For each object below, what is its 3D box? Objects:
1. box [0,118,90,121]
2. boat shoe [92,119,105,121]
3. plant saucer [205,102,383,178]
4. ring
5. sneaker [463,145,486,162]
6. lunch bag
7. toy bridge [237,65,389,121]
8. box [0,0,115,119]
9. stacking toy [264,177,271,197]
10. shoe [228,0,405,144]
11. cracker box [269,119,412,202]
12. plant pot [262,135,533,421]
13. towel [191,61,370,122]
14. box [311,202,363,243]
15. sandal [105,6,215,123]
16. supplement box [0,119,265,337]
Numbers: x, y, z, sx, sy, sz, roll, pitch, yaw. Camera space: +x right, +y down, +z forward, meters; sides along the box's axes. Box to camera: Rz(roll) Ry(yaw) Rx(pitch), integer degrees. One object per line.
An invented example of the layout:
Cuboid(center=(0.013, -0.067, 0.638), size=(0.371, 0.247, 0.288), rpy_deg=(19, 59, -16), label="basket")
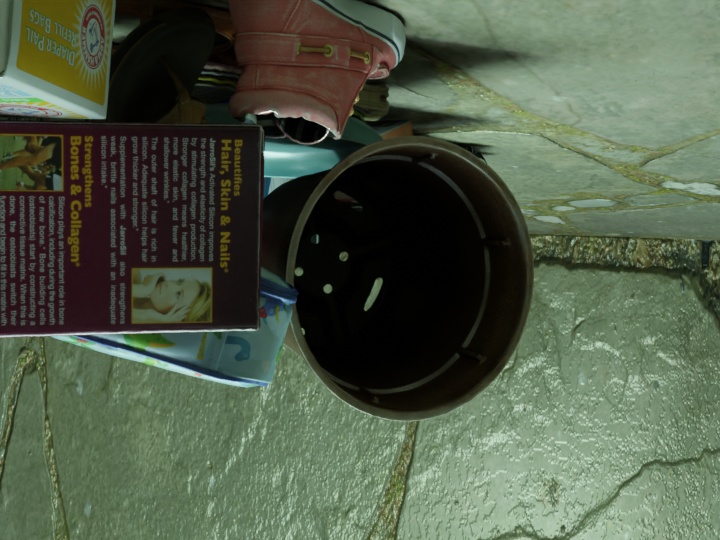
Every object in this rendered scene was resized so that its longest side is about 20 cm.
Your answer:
Cuboid(center=(-0.296, -0.112, 0.901), size=(0.126, 0.111, 0.199), rpy_deg=(13, 175, -35), label="box")
Cuboid(center=(-0.245, -0.107, 1.027), size=(0.201, 0.075, 0.075), rpy_deg=(33, -178, 33), label="boat shoe")
Cuboid(center=(-0.071, -0.103, 0.974), size=(0.196, 0.028, 0.200), rpy_deg=(2, 174, 0), label="plant saucer")
Cuboid(center=(-0.158, -0.163, 0.871), size=(0.197, 0.020, 0.200), rpy_deg=(2, 178, 0), label="ring")
Cuboid(center=(0.096, -0.115, 1.381), size=(0.088, 0.080, 0.199), rpy_deg=(-15, 173, 24), label="sneaker")
Cuboid(center=(-0.147, 0.011, 0.801), size=(0.197, 0.084, 0.161), rpy_deg=(18, 178, -11), label="lunch bag")
Cuboid(center=(-0.069, -0.150, 1.005), size=(0.197, 0.028, 0.067), rpy_deg=(4, 176, -19), label="toy bridge")
Cuboid(center=(-0.229, -0.133, 0.588), size=(0.196, 0.103, 0.112), rpy_deg=(3, 178, 14), label="box")
Cuboid(center=(-0.165, -0.124, 1.072), size=(0.108, 0.118, 0.200), rpy_deg=(0, 166, 25), label="stacking toy")
Cuboid(center=(-0.026, -0.123, 0.760), size=(0.070, 0.093, 0.200), rpy_deg=(2, 178, 21), label="shoe")
Cuboid(center=(-0.060, -0.109, 1.211), size=(0.197, 0.059, 0.134), rpy_deg=(2, -163, 26), label="cracker box")
Cuboid(center=(0.000, 0.000, 0.955), size=(0.197, 0.204, 0.198), rpy_deg=(4, -178, -24), label="plant pot")
Cuboid(center=(-0.106, -0.130, 0.967), size=(0.142, 0.023, 0.198), rpy_deg=(-3, 171, 43), label="towel")
Cuboid(center=(-0.007, -0.050, 1.225), size=(0.191, 0.048, 0.199), rpy_deg=(-6, -172, -31), label="box")
Cuboid(center=(-0.138, -0.092, 0.814), size=(0.081, 0.055, 0.201), rpy_deg=(-26, 157, -47), label="sandal")
Cuboid(center=(-0.155, -0.025, 0.664), size=(0.196, 0.112, 0.086), rpy_deg=(-1, -173, -15), label="supplement box")
